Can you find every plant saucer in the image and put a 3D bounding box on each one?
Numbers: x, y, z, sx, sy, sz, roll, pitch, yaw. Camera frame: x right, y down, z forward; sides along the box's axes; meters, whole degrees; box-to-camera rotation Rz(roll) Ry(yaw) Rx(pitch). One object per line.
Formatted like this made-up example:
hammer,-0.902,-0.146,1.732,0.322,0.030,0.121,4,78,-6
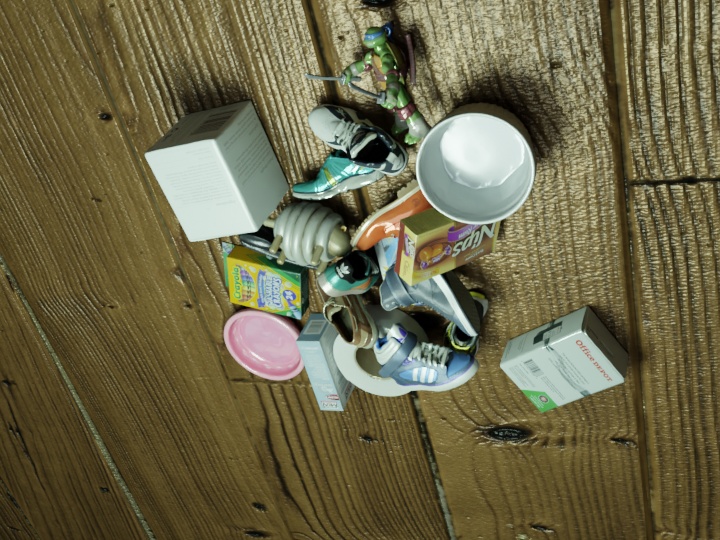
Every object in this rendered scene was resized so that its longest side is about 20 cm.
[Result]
plant saucer,-0.209,0.158,2.009,0.200,0.051,0.201,11,128,14

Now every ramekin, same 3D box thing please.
ramekin,0.201,-0.190,1.511,0.200,0.105,0.200,7,121,12

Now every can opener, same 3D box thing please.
can opener,-0.154,-0.041,1.826,0.200,0.079,0.063,20,124,-4

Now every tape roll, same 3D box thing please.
tape roll,0.045,0.172,1.897,0.202,0.071,0.203,12,130,14

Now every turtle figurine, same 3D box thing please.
turtle figurine,0.022,-0.293,1.488,0.144,0.200,0.194,0,136,42

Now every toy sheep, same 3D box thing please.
toy sheep,-0.105,-0.070,1.735,0.200,0.138,0.138,18,131,17

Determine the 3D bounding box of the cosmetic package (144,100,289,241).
cosmetic package,-0.267,-0.187,1.690,0.165,0.165,0.200,-6,122,27

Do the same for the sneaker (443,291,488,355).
sneaker,0.201,0.134,1.791,0.074,0.085,0.200,16,130,12

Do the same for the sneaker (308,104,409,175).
sneaker,-0.011,-0.234,1.548,0.199,0.130,0.080,38,96,6

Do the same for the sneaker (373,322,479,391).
sneaker,0.118,0.164,1.758,0.200,0.081,0.147,-14,122,38

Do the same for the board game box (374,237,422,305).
board game box,0.103,-0.021,1.746,0.135,0.034,0.200,-1,125,24

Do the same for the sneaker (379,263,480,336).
sneaker,0.128,0.062,1.705,0.146,0.077,0.202,-34,91,27

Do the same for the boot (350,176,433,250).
boot,0.073,-0.080,1.647,0.200,0.075,0.107,-37,88,23

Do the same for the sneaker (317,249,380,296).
sneaker,0.000,0.000,1.711,0.080,0.200,0.071,-36,83,27

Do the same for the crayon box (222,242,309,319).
crayon box,-0.212,0.022,1.904,0.200,0.052,0.126,13,129,14

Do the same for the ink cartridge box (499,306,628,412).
ink cartridge box,0.399,0.176,1.739,0.200,0.083,0.147,-29,110,38

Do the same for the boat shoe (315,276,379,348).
boat shoe,-0.038,0.075,1.802,0.200,0.072,0.076,51,123,32

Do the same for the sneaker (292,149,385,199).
sneaker,-0.042,-0.185,1.671,0.200,0.078,0.080,-17,101,26

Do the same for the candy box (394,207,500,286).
candy box,0.159,-0.060,1.590,0.056,0.200,0.117,46,144,39

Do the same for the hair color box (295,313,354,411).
hair color box,-0.072,0.202,1.951,0.061,0.099,0.200,-2,125,24
